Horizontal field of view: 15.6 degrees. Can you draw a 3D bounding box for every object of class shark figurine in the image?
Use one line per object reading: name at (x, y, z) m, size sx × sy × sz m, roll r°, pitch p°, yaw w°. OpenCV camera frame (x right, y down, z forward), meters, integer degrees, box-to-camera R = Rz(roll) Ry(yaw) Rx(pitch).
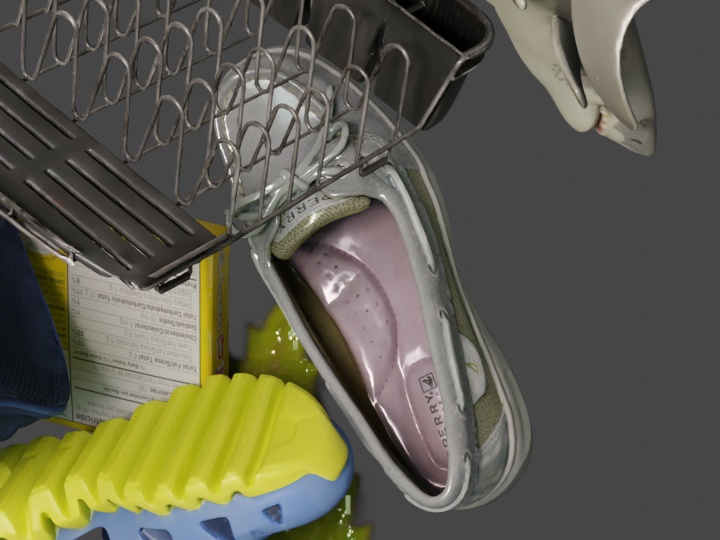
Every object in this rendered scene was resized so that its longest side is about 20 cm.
shark figurine at (0.083, -0.114, 0.912) m, size 0.089 × 0.214 × 0.128 m, roll -40°, pitch 85°, yaw -1°

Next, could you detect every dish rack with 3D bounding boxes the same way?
dish rack at (-0.066, -0.076, 0.973) m, size 0.153 × 0.200 × 0.055 m, roll 37°, pitch 135°, yaw 22°

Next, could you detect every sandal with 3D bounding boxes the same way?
sandal at (-0.078, 0.100, 1.041) m, size 0.200 × 0.080 × 0.087 m, roll -17°, pitch 115°, yaw 38°

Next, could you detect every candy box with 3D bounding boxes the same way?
candy box at (-0.148, 0.009, 1.078) m, size 0.200 × 0.026 × 0.102 m, roll 13°, pitch 123°, yaw 18°

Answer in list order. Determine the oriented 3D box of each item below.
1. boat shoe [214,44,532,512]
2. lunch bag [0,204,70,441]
boat shoe at (-0.001, 0.001, 1.020) m, size 0.074 × 0.065 × 0.202 m, roll -28°, pitch 80°, yaw 19°
lunch bag at (-0.214, -0.009, 0.990) m, size 0.132 × 0.136 × 0.200 m, roll -25°, pitch 73°, yaw 12°
